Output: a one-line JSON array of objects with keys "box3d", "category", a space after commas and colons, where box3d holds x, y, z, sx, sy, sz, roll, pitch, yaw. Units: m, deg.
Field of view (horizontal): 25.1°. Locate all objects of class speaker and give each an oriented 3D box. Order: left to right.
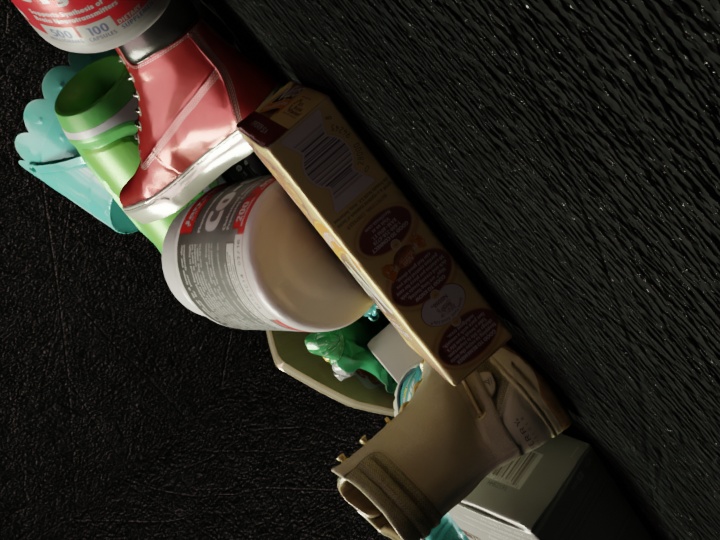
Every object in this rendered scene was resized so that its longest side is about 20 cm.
[{"box3d": [-0.170, -0.083, 1.358, 0.200, 0.088, 0.088, 54, 174, -35], "category": "speaker"}]

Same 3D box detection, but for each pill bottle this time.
[{"box3d": [-0.197, -0.231, 1.005, 0.112, 0.112, 0.200, 47, 175, 28], "category": "pill bottle"}, {"box3d": [-0.070, -0.013, 1.195, 0.114, 0.114, 0.200, 51, 158, -17], "category": "pill bottle"}]

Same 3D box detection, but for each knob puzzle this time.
[{"box3d": [-0.018, 0.077, 1.581, 0.219, 0.031, 0.220, 24, -148, -16], "category": "knob puzzle"}]

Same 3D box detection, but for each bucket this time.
[{"box3d": [-0.255, -0.150, 1.750, 0.135, 0.207, 0.207, 38, 173, 16], "category": "bucket"}]

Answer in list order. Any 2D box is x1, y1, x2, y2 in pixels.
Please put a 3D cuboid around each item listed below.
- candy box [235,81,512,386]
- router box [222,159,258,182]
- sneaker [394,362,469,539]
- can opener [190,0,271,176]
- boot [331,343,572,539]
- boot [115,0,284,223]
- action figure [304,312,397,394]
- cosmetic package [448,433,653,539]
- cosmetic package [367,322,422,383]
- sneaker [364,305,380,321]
[{"box3d": [0.007, -0.027, 1.053, 0.200, 0.055, 0.115, 52, 177, -17], "category": "candy box"}, {"box3d": [-0.101, -0.104, 1.440, 0.200, 0.062, 0.150, 50, 174, -8], "category": "router box"}, {"box3d": [0.076, 0.169, 1.292, 0.080, 0.077, 0.201, 137, 114, -75], "category": "sneaker"}, {"box3d": [-0.098, -0.135, 1.213, 0.200, 0.053, 0.067, 51, 176, -23], "category": "can opener"}, {"box3d": [0.042, 0.105, 1.148, 0.072, 0.154, 0.200, 54, 172, -29], "category": "boot"}, {"box3d": [-0.153, -0.124, 1.185, 0.144, 0.073, 0.200, 43, 138, -12], "category": "boot"}, {"box3d": [-0.008, 0.060, 1.457, 0.200, 0.054, 0.119, 9, -116, -74], "category": "action figure"}, {"box3d": [0.149, 0.200, 1.209, 0.106, 0.090, 0.200, 15, 149, 45], "category": "cosmetic package"}, {"box3d": [0.093, 0.128, 1.409, 0.200, 0.051, 0.082, 50, -169, 17], "category": "cosmetic package"}, {"box3d": [0.000, 0.000, 1.341, 0.080, 0.078, 0.200, 39, -176, 7], "category": "sneaker"}]
